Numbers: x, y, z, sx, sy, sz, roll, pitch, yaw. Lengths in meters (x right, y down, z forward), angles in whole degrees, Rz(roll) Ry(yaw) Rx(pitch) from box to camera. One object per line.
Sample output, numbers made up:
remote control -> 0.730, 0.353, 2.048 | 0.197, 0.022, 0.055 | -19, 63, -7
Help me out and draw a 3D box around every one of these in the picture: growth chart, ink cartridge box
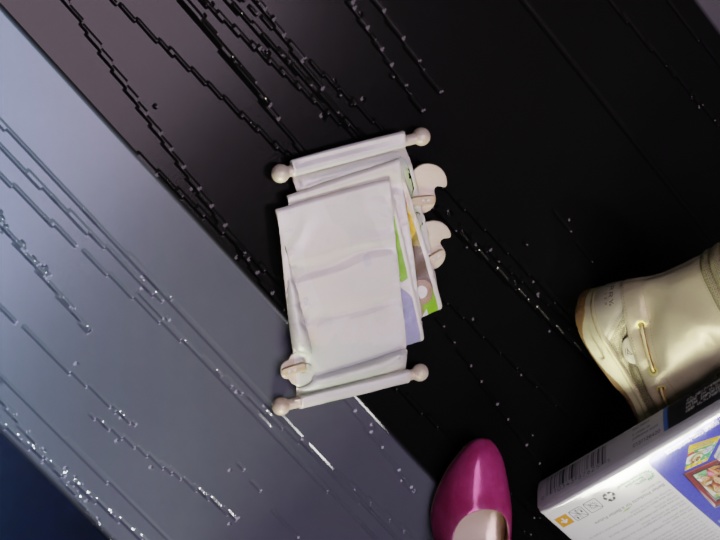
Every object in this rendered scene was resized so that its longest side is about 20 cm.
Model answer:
growth chart -> 0.000, 0.000, 1.679 | 0.144, 0.018, 0.201 | -7, 102, -23
ink cartridge box -> 0.274, 0.185, 1.763 | 0.197, 0.047, 0.200 | -34, 120, 26

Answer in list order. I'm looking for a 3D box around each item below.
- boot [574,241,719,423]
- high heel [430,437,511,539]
boot -> 0.277, 0.069, 1.741 | 0.200, 0.155, 0.073 | 51, 37, -19
high heel -> 0.093, 0.230, 1.718 | 0.067, 0.096, 0.201 | 8, 96, -25
